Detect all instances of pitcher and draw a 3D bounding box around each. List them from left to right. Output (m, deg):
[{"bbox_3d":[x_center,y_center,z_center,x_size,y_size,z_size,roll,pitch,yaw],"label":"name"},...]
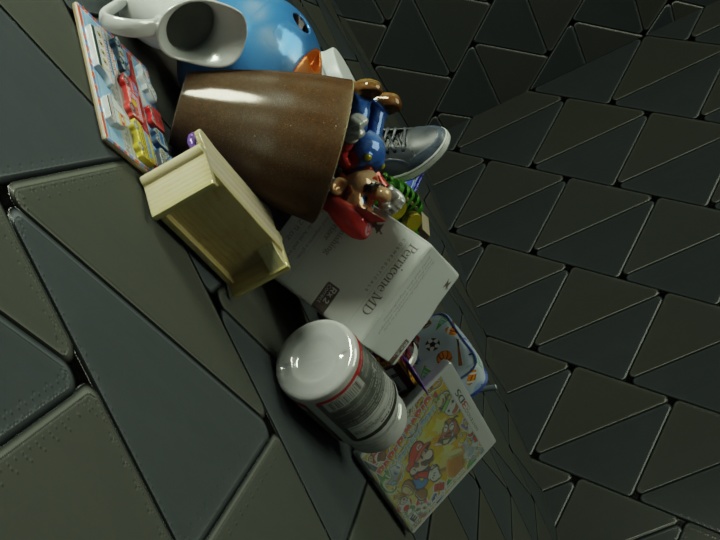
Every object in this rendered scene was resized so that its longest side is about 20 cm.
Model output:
[{"bbox_3d":[-0.252,-0.325,1.270,0.171,0.121,0.200,0,31,-32],"label":"pitcher"}]

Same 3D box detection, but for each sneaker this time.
[{"bbox_3d":[0.010,-0.186,1.439,0.146,0.202,0.077,48,35,-44],"label":"sneaker"}]

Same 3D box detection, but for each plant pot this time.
[{"bbox_3d":[-0.130,-0.176,1.289,0.187,0.200,0.187,-164,-90,-81],"label":"plant pot"}]

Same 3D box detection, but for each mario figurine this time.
[{"bbox_3d":[0.019,-0.137,1.320,0.106,0.123,0.200,169,-69,-68],"label":"mario figurine"}]

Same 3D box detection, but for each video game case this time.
[{"bbox_3d":[0.100,0.262,1.536,0.023,0.200,0.182,19,-33,52],"label":"video game case"}]

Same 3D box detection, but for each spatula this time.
[{"bbox_3d":[0.078,0.122,1.539,0.057,0.021,0.200,60,12,-22],"label":"spatula"}]

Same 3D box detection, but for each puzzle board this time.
[{"bbox_3d":[-0.267,-0.196,1.192,0.151,0.017,0.200,46,22,-61],"label":"puzzle board"}]

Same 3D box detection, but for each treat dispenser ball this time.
[{"bbox_3d":[-0.153,-0.283,1.426,0.201,0.201,0.201,61,12,-22],"label":"treat dispenser ball"}]

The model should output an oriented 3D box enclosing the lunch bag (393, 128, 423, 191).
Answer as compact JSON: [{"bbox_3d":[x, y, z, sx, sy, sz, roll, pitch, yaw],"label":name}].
[{"bbox_3d":[0.020,-0.166,1.633,0.094,0.150,0.200,104,12,-48],"label":"lunch bag"}]

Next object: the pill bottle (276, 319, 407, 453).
[{"bbox_3d":[-0.018,0.157,1.352,0.200,0.114,0.114,52,17,-51],"label":"pill bottle"}]

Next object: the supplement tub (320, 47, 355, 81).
[{"bbox_3d":[-0.101,-0.239,1.577,0.132,0.200,0.132,61,12,-23],"label":"supplement tub"}]

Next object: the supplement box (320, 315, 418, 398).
[{"bbox_3d":[0.009,0.109,1.590,0.086,0.110,0.200,56,15,-43],"label":"supplement box"}]

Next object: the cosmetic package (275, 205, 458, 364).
[{"bbox_3d":[0.000,0.000,1.450,0.200,0.165,0.165,35,-2,24],"label":"cosmetic package"}]

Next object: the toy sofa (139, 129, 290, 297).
[{"bbox_3d":[-0.168,-0.064,1.203,0.200,0.083,0.098,51,13,-52],"label":"toy sofa"}]

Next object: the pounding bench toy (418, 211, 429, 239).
[{"bbox_3d":[0.010,-0.099,1.725,0.156,0.200,0.124,74,2,-45],"label":"pounding bench toy"}]

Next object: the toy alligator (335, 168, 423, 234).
[{"bbox_3d":[0.038,-0.108,1.435,0.059,0.054,0.200,35,-1,43],"label":"toy alligator"}]

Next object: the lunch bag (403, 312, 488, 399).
[{"bbox_3d":[0.091,0.170,1.627,0.160,0.200,0.076,58,1,42],"label":"lunch bag"}]

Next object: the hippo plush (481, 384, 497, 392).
[{"bbox_3d":[0.120,0.209,1.925,0.161,0.159,0.200,28,10,-20],"label":"hippo plush"}]
